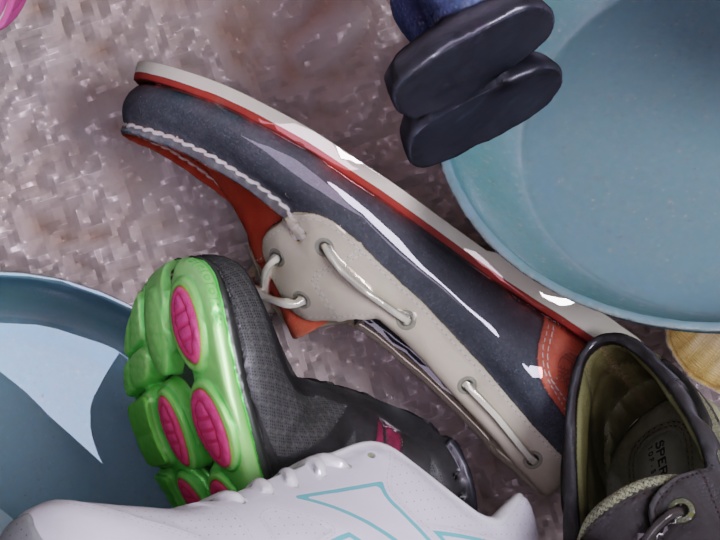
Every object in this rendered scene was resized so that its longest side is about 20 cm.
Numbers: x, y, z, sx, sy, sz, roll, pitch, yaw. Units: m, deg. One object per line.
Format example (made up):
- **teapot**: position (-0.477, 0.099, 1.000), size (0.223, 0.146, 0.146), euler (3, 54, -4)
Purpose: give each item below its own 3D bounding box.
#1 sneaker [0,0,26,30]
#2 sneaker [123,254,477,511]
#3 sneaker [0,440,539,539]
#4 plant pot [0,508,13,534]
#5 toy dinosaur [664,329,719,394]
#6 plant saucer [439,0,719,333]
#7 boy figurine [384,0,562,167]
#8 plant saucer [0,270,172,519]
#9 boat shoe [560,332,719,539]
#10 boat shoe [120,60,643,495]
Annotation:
- **sneaker**: position (-0.145, -0.172, 0.865), size (0.087, 0.074, 0.202), euler (-6, 90, -1)
- **sneaker**: position (-0.011, 0.069, 0.918), size (0.084, 0.077, 0.201), euler (-43, 120, -23)
- **sneaker**: position (-0.023, 0.090, 0.834), size (0.199, 0.070, 0.081), euler (18, 63, -35)
- **plant pot**: position (-0.187, 0.141, 0.858), size (0.196, 0.196, 0.200), euler (-41, 87, 2)
- **toy dinosaur**: position (0.152, 0.009, 0.914), size (0.101, 0.058, 0.200), euler (-39, 52, -10)
- **plant saucer**: position (0.123, -0.053, 0.902), size (0.198, 0.036, 0.201), euler (-7, 52, 9)
- **boy figurine**: position (-0.004, -0.137, 0.889), size (0.064, 0.124, 0.201), euler (-28, 68, -4)
- **plant saucer**: position (-0.124, 0.099, 0.959), size (0.198, 0.027, 0.202), euler (0, 95, -1)
- **boat shoe**: position (0.092, 0.091, 0.845), size (0.072, 0.201, 0.066), euler (-34, 117, 17)
- **boat shoe**: position (0.000, 0.000, 0.933), size (0.199, 0.071, 0.063), euler (32, 89, -9)
